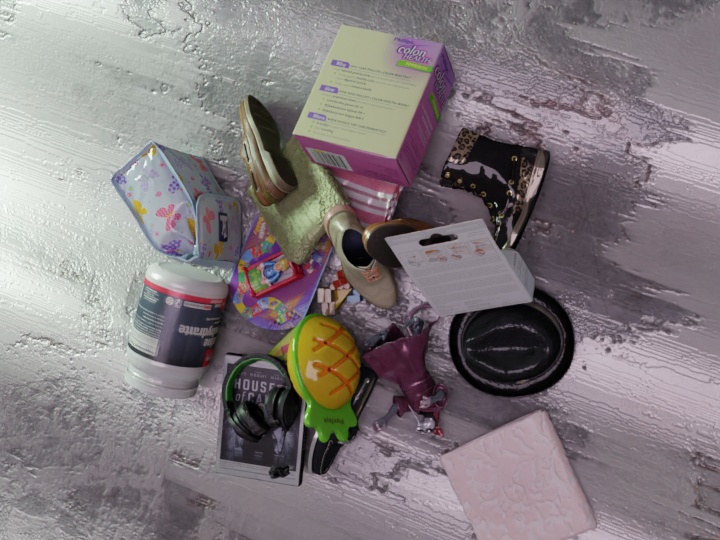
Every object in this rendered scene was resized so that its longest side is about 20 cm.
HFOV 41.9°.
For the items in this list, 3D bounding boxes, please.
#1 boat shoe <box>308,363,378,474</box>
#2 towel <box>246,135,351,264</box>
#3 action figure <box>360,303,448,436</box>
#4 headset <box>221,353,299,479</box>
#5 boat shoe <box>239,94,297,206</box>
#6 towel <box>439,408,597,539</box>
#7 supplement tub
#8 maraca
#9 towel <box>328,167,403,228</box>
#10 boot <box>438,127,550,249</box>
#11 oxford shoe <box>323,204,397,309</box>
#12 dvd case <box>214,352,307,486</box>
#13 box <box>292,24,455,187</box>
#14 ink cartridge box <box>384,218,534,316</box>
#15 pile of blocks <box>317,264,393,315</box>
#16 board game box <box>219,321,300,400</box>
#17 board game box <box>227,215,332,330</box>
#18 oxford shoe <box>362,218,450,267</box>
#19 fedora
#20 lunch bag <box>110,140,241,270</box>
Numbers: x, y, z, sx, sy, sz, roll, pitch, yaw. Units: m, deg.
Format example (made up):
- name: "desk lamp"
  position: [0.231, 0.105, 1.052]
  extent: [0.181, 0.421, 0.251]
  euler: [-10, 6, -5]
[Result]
- name: "boat shoe"
  position: [-0.029, 0.248, 1.537]
  extent: [0.060, 0.076, 0.201]
  euler: [21, 99, 18]
- name: "towel"
  position: [-0.100, -0.118, 1.511]
  extent: [0.149, 0.036, 0.200]
  euler: [-48, 50, 16]
- name: "action figure"
  position: [0.085, 0.177, 1.508]
  extent: [0.133, 0.149, 0.201]
  euler: [-14, 110, 38]
- name: "headset"
  position: [-0.154, 0.229, 1.483]
  extent: [0.123, 0.094, 0.201]
  euler: [-24, 77, 14]
- name: "boat shoe"
  position: [-0.168, -0.195, 1.521]
  extent: [0.068, 0.072, 0.201]
  euler: [-36, 55, 24]
- name: "towel"
  position: [0.250, 0.347, 1.495]
  extent: [0.190, 0.032, 0.201]
  euler: [-26, 87, 15]
- name: "supplement tub"
  position: [-0.308, 0.098, 1.564]
  extent: [0.139, 0.140, 0.201]
  euler: [18, 98, 12]
- name: "maraca"
  position: [-0.053, 0.165, 1.458]
  extent: [0.107, 0.137, 0.202]
  euler: [-22, 69, 40]
- name: "towel"
  position: [0.004, -0.163, 1.497]
  extent: [0.146, 0.030, 0.201]
  euler: [19, 88, 25]
- name: "boot"
  position: [0.193, -0.114, 1.458]
  extent: [0.150, 0.073, 0.201]
  euler: [23, 95, 11]
- name: "oxford shoe"
  position: [0.005, -0.005, 1.448]
  extent: [0.071, 0.074, 0.200]
  euler: [-33, 123, 3]
- name: "dvd case"
  position: [-0.160, 0.244, 1.546]
  extent: [0.149, 0.025, 0.202]
  euler: [6, 96, 13]
- name: "box"
  position: [0.023, -0.251, 1.431]
  extent: [0.175, 0.097, 0.201]
  euler: [16, 74, 23]
- name: "ink cartridge box"
  position: [0.149, -0.014, 1.396]
  extent: [0.159, 0.200, 0.048]
  euler: [-10, 47, 29]
- name: "pile of blocks"
  position: [0.000, 0.000, 1.520]
  extent: [0.082, 0.062, 0.201]
  euler: [36, 101, 10]
- name: "board game box"
  position: [-0.129, 0.185, 1.572]
  extent: [0.200, 0.048, 0.102]
  euler: [-44, 83, 13]
- name: "board game box"
  position: [-0.143, -0.006, 1.543]
  extent: [0.157, 0.039, 0.201]
  euler: [23, 90, 23]
- name: "oxford shoe"
  position: [0.056, -0.050, 1.438]
  extent: [0.071, 0.199, 0.072]
  euler: [41, 109, 29]
- name: "fedora"
  position: [0.229, 0.113, 1.453]
  extent: [0.199, 0.092, 0.202]
  euler: [1, 93, 14]
- name: "lunch bag"
  position: [-0.278, -0.095, 1.524]
  extent: [0.127, 0.169, 0.201]
  euler: [-35, 77, 13]
